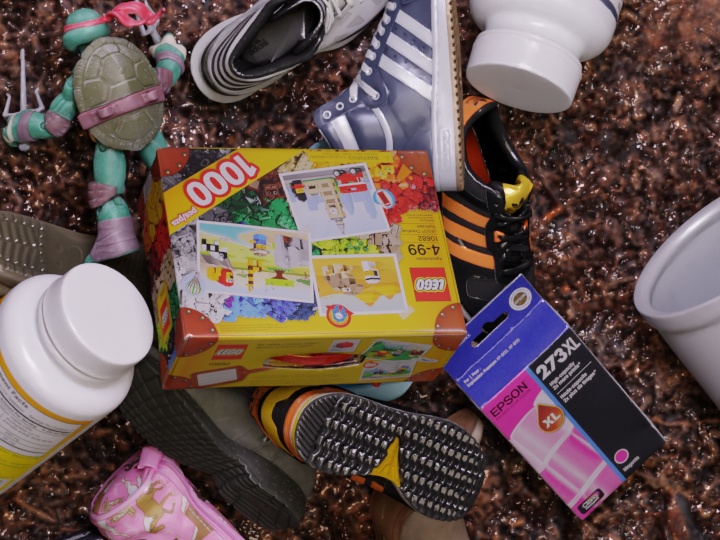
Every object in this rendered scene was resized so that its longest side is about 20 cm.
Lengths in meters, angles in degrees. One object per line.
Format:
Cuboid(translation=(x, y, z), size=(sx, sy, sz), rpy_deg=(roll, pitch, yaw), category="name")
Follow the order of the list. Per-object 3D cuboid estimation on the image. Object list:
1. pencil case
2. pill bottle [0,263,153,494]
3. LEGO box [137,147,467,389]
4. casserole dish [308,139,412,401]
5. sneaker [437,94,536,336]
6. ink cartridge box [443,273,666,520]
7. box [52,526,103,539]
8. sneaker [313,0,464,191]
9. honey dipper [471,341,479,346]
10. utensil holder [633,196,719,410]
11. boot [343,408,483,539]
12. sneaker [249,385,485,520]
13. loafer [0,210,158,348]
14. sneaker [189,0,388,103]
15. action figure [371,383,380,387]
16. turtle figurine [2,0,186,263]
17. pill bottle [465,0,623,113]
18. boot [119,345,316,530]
Cuboid(translation=(-0.116, 0.220, 1.611), size=(0.087, 0.083, 0.200), rpy_deg=(-45, 105, -5), category="pencil case")
Cuboid(translation=(-0.234, 0.076, 1.496), size=(0.109, 0.109, 0.200), rpy_deg=(42, 128, -16), category="pill bottle")
Cuboid(translation=(-0.044, -0.003, 1.472), size=(0.199, 0.077, 0.150), rpy_deg=(-1, 61, -20), category="LEGO box")
Cuboid(translation=(0.000, 0.000, 1.607), size=(0.120, 0.039, 0.201), rpy_deg=(-11, 86, 8), category="casserole dish")
Cuboid(translation=(0.099, -0.038, 1.622), size=(0.070, 0.090, 0.201), rpy_deg=(-27, 103, -33), category="sneaker")
Cuboid(translation=(0.149, 0.101, 1.661), size=(0.095, 0.037, 0.200), rpy_deg=(-43, 120, 0), category="ink cartridge box")
Cuboid(translation=(-0.241, 0.313, 1.606), size=(0.160, 0.049, 0.201), rpy_deg=(-18, 102, -9), category="box")
Cuboid(translation=(0.018, -0.156, 1.556), size=(0.108, 0.070, 0.201), rpy_deg=(-3, 93, 7), category="sneaker")
Cuboid(translation=(0.094, 0.063, 1.672), size=(0.199, 0.038, 0.038), rpy_deg=(28, 89, -19), category="honey dipper")
Cuboid(translation=(0.338, 0.052, 1.668), size=(0.170, 0.170, 0.200), rpy_deg=(-41, 106, -7), category="utensil holder")
Cuboid(translation=(0.065, 0.227, 1.675), size=(0.200, 0.070, 0.146), rpy_deg=(-48, 113, -5), category="boot")
Cuboid(translation=(0.006, 0.123, 1.563), size=(0.200, 0.090, 0.070), rpy_deg=(25, 88, -42), category="sneaker")
Cuboid(translation=(-0.206, 0.014, 1.568), size=(0.199, 0.067, 0.076), rpy_deg=(25, 52, -29), category="loafer")
Cuboid(translation=(-0.024, -0.190, 1.557), size=(0.200, 0.115, 0.076), rpy_deg=(-39, 105, -17), category="sneaker")
Cuboid(translation=(-0.052, -0.003, 1.557), size=(0.199, 0.065, 0.099), rpy_deg=(23, 115, 21), category="action figure")
Cuboid(translation=(-0.182, -0.114, 1.532), size=(0.149, 0.101, 0.201), rpy_deg=(-19, 94, -13), category="turtle figurine")
Cuboid(translation=(0.144, -0.224, 1.583), size=(0.111, 0.111, 0.201), rpy_deg=(23, 74, -17), category="pill bottle")
Cuboid(translation=(-0.093, 0.089, 1.588), size=(0.200, 0.068, 0.131), rpy_deg=(45, 50, -27), category="boot")
